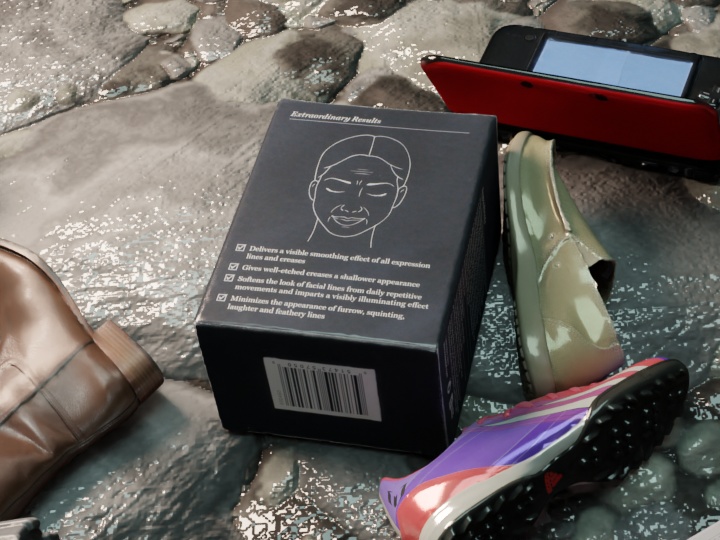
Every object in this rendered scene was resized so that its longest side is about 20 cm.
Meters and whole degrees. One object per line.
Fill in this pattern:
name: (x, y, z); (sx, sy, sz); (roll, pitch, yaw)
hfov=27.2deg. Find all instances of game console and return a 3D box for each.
game console: (0.163, -0.141, 1.036); (0.199, 0.119, 0.173); (13, 50, 18)

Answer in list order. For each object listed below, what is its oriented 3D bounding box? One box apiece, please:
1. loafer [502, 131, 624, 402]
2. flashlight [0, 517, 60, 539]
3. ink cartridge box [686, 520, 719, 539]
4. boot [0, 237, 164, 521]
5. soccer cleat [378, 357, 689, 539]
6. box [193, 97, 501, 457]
loafer: (0.127, -0.004, 0.949); (0.068, 0.076, 0.201); (-3, 56, 3)
flashlight: (-0.267, 0.178, 0.808); (0.199, 0.068, 0.068); (-11, 58, 14)
ink cartridge box: (0.224, 0.181, 0.781); (0.199, 0.042, 0.119); (-28, 49, -14)
boot: (-0.251, 0.084, 0.925); (0.186, 0.064, 0.200); (32, 63, 30)
soccer cleat: (0.103, 0.099, 0.860); (0.199, 0.068, 0.073); (-31, 43, -19)
box: (0.000, 0.000, 0.935); (0.147, 0.107, 0.201); (6, 49, 14)
